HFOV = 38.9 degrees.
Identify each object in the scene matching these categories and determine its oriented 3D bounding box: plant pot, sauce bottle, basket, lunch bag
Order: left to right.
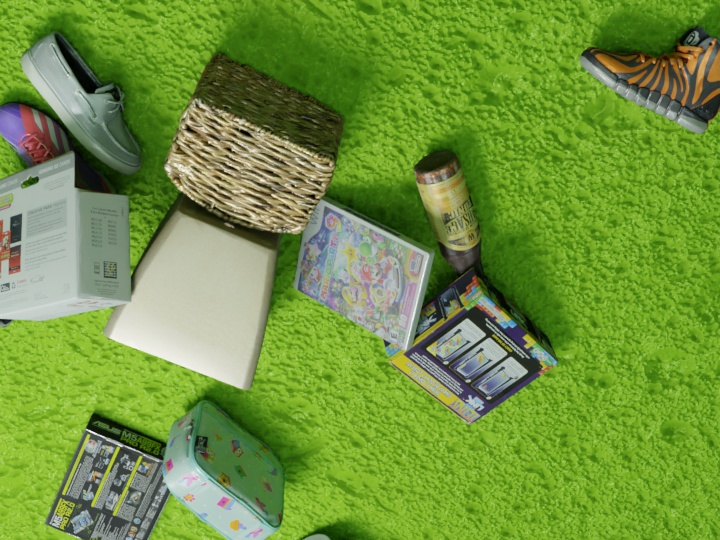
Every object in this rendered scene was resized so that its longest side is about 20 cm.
[{"bbox_3d":[-0.197,0.003,1.330,0.197,0.200,0.179,21,109,-9],"label":"plant pot"},{"bbox_3d":[-0.195,0.290,1.484,0.077,0.161,0.200,-34,116,22],"label":"lunch bag"},{"bbox_3d":[-0.133,-0.150,1.285,0.197,0.150,0.144,23,121,-11],"label":"basket"},{"bbox_3d":[0.128,-0.058,1.360,0.065,0.066,0.202,-18,118,10],"label":"sauce bottle"}]

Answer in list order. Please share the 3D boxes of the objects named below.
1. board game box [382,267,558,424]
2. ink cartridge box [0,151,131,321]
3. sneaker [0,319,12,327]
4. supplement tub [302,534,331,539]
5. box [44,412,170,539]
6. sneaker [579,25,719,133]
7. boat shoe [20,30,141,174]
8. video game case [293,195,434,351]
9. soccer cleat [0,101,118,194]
[{"bbox_3d":[0.154,0.109,1.411,0.164,0.057,0.200,-36,129,18],"label":"board game box"},{"bbox_3d":[-0.378,-0.037,1.272,0.198,0.083,0.179,-10,79,39],"label":"ink cartridge box"},{"bbox_3d":[-0.442,0.030,1.388,0.197,0.116,0.076,-18,114,10],"label":"sneaker"},{"bbox_3d":[-0.035,0.528,1.598,0.144,0.146,0.201,-32,111,16],"label":"supplement tub"},{"bbox_3d":[-0.378,0.336,1.572,0.158,0.044,0.202,24,114,-9],"label":"box"},{"bbox_3d":[0.371,-0.258,1.259,0.197,0.078,0.113,20,111,-20],"label":"sneaker"},{"bbox_3d":[-0.340,-0.213,1.295,0.071,0.070,0.201,-34,108,20],"label":"boat shoe"},{"bbox_3d":[0.000,0.000,1.354,0.198,0.018,0.145,28,120,29],"label":"video game case"},{"bbox_3d":[-0.398,-0.136,1.331,0.068,0.073,0.200,-36,110,17],"label":"soccer cleat"}]
